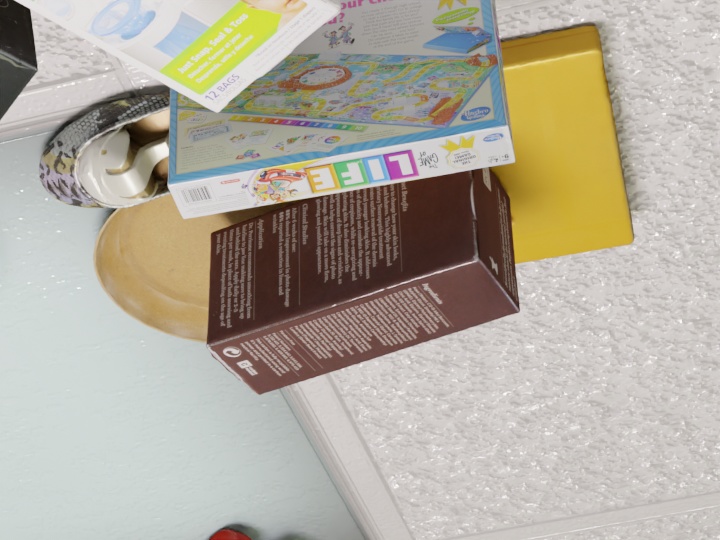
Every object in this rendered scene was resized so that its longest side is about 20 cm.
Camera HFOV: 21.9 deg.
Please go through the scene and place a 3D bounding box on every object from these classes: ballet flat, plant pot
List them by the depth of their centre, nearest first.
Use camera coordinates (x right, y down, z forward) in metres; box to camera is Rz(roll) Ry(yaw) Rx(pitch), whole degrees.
[{"bbox_3d":[-0.125,-0.078,1.188,0.200,0.072,0.072,-17,141,17],"label":"ballet flat"},{"bbox_3d":[-0.088,-0.015,1.311,0.199,0.028,0.200,-3,143,-2],"label":"plant pot"}]

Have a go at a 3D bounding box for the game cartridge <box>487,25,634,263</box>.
[{"bbox_3d":[0.086,-0.074,1.247,0.176,0.032,0.200,-9,140,8],"label":"game cartridge"}]

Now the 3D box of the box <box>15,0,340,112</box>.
[{"bbox_3d":[-0.121,-0.193,1.014,0.200,0.102,0.112,28,132,-34],"label":"box"}]

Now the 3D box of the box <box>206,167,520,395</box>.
[{"bbox_3d":[0.000,0.000,1.232,0.200,0.100,0.075,-19,140,23],"label":"box"}]

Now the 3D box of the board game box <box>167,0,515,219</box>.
[{"bbox_3d":[-0.014,-0.108,1.106,0.199,0.135,0.034,-9,143,8],"label":"board game box"}]

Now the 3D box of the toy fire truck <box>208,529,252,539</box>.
[{"bbox_3d":[-0.113,0.339,1.655,0.112,0.168,0.200,26,134,-32],"label":"toy fire truck"}]

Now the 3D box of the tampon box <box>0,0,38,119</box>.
[{"bbox_3d":[-0.302,-0.109,1.058,0.150,0.126,0.200,25,120,-33],"label":"tampon box"}]
